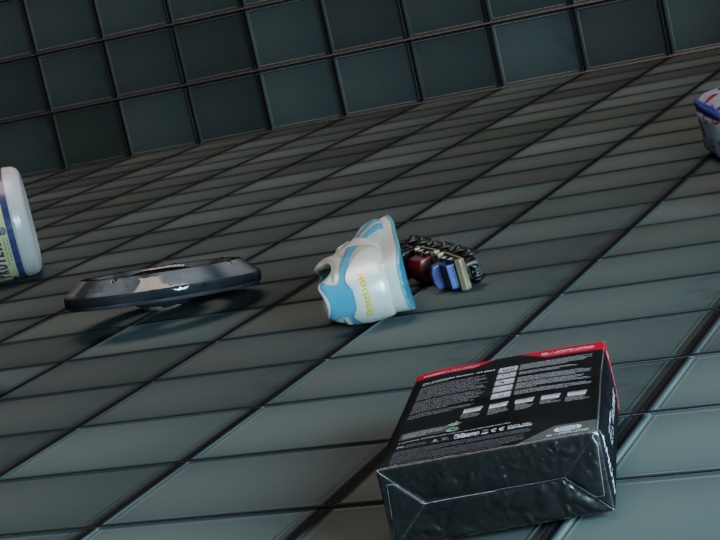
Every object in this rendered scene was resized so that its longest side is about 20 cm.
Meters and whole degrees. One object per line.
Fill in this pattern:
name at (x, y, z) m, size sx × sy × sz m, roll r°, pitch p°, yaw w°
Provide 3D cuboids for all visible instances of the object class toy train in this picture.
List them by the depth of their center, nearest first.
toy train at (0.067, -0.007, 1.732) m, size 0.046 × 0.034 × 0.200 m, roll -19°, pitch 11°, yaw -14°

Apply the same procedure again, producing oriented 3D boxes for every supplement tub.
supplement tub at (-0.523, -0.044, 2.377) m, size 0.199 × 0.145 × 0.145 m, roll -14°, pitch 10°, yaw -7°

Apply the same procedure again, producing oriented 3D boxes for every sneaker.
sneaker at (0.000, 0.000, 1.659) m, size 0.081 × 0.077 × 0.200 m, roll -15°, pitch 8°, yaw 1°

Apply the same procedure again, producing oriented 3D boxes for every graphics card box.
graphics card box at (0.085, 0.096, 1.069) m, size 0.125 × 0.051 × 0.200 m, roll -11°, pitch 9°, yaw 10°

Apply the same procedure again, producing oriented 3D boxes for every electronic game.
electronic game at (-0.200, 0.018, 1.867) m, size 0.199 × 0.042 × 0.200 m, roll -8°, pitch 3°, yaw 0°

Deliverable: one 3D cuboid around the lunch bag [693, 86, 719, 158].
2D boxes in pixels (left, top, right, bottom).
lunch bag at (0.481, -0.178, 2.050) m, size 0.199 × 0.076 × 0.160 m, roll -14°, pitch 12°, yaw -1°
